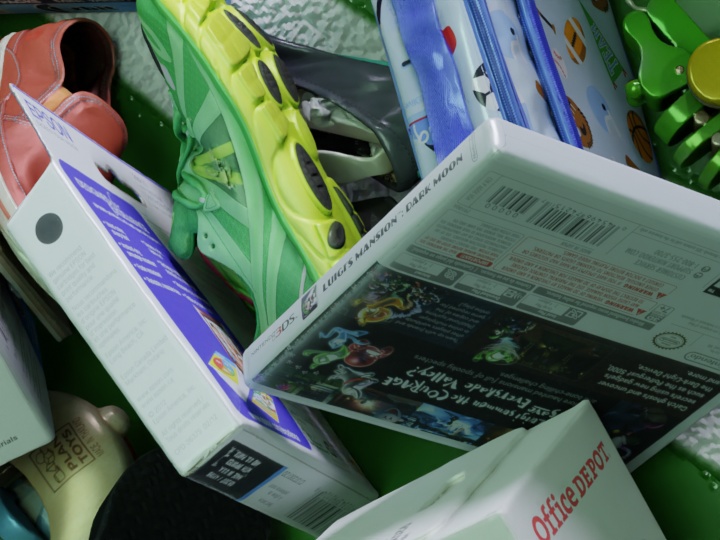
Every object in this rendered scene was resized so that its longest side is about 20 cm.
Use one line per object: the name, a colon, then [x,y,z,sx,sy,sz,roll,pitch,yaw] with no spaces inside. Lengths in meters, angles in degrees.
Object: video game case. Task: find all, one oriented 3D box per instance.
video game case: [0.081,0.021,1.072,0.182,0.200,0.023,-44,41,40]

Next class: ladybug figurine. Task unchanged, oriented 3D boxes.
ladybug figurine: [-0.177,0.143,1.281,0.200,0.072,0.136,-45,66,16]

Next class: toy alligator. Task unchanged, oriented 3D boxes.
toy alligator: [0.146,-0.078,1.134,0.200,0.059,0.054,42,87,13]

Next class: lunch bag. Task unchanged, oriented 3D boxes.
lunch bag: [0.071,-0.071,1.132,0.076,0.160,0.200,-24,73,23]

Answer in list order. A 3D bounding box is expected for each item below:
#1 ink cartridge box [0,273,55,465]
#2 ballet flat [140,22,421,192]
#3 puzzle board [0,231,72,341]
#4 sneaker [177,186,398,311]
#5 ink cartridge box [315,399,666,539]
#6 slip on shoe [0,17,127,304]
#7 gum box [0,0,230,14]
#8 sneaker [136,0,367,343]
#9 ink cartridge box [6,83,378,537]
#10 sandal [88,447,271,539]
ink cartridge box: [-0.231,-0.010,1.216,0.084,0.145,0.200,-26,115,0]
ballet flat: [-0.041,-0.080,1.229,0.200,0.073,0.073,18,92,31]
puzzle board: [-0.205,-0.074,1.256,0.017,0.151,0.200,-28,58,2]
sneaker: [0.000,0.000,1.217,0.200,0.077,0.084,28,83,21]
ink cartridge box: [0.067,0.186,1.077,0.145,0.147,0.200,-27,94,24]
slip on shoe: [-0.147,-0.060,1.254,0.061,0.074,0.200,-26,37,15]
gum box: [-0.142,-0.235,1.323,0.170,0.045,0.200,1,85,27]
sneaker: [-0.061,-0.045,1.159,0.084,0.074,0.200,-28,80,18]
ink cartridge box: [-0.086,0.024,1.180,0.043,0.198,0.200,-37,68,6]
sandal: [-0.106,0.148,1.188,0.075,0.200,0.048,39,127,-1]
